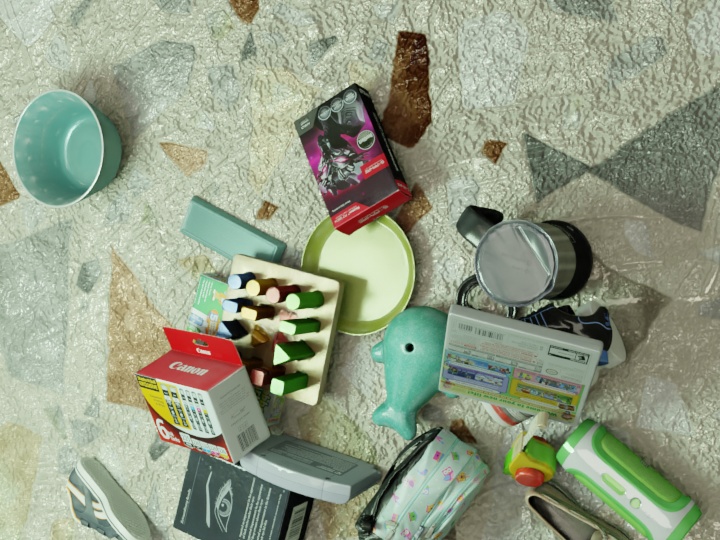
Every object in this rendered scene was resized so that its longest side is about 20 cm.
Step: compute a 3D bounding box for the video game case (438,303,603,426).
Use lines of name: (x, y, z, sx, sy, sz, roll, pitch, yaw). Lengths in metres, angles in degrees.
video game case: (0.206, 0.127, 1.502, 0.198, 0.022, 0.183, 14, 142, 9)

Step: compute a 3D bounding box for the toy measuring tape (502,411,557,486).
toy measuring tape: (0.255, 0.255, 1.604, 0.074, 0.073, 0.200, 46, 152, 17)

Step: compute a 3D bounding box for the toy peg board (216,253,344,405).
toy peg board: (-0.149, 0.093, 1.773, 0.198, 0.098, 0.202, 15, 97, 24)

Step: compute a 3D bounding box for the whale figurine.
whale figurine: (0.077, 0.151, 1.700, 0.158, 0.104, 0.201, 26, 94, 23)

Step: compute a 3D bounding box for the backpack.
backpack: (0.096, 0.331, 1.687, 0.126, 0.167, 0.201, 36, 103, 4)

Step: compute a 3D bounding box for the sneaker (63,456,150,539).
sneaker: (-0.445, 0.423, 1.983, 0.200, 0.078, 0.080, 44, 104, 30)

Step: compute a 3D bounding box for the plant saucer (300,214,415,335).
plant saucer: (0.000, 0.000, 1.780, 0.198, 0.031, 0.202, 1, 93, 26)

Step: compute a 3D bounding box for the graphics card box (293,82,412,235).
graphics card box: (-0.013, -0.172, 1.751, 0.125, 0.051, 0.201, -29, 68, 22)

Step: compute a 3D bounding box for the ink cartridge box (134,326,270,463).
ink cartridge box: (-0.258, 0.192, 1.788, 0.199, 0.084, 0.177, 5, 121, 46)

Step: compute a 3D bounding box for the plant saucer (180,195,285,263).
plant saucer: (-0.217, -0.054, 1.891, 0.199, 0.019, 0.070, 28, 103, 23)

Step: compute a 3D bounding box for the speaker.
speaker: (0.372, 0.298, 1.578, 0.200, 0.088, 0.089, 40, 107, 19)

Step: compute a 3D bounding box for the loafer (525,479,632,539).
loafer: (0.316, 0.379, 1.620, 0.200, 0.063, 0.072, 38, 107, 20)

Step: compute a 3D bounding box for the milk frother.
milk frother: (0.206, 0.019, 1.593, 0.179, 0.188, 0.202, 19, 100, 25)

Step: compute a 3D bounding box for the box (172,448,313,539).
box: (-0.186, 0.374, 1.840, 0.199, 0.104, 0.149, 19, 100, 24)

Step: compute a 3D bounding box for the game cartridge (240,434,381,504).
game cartridge: (-0.082, 0.309, 1.772, 0.199, 0.133, 0.041, 15, 98, 25)

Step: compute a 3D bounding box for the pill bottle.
pill bottle: (0.266, 0.131, 1.608, 0.199, 0.116, 0.117, -31, 79, 23)

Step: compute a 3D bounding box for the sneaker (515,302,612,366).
sneaker: (0.241, 0.083, 1.528, 0.198, 0.070, 0.079, 2, 78, 25)

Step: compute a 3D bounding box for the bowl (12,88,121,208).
bowl: (-0.494, -0.208, 1.971, 0.199, 0.105, 0.203, 0, 91, 26)

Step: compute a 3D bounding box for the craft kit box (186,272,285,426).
craft kit box: (-0.200, 0.129, 1.875, 0.196, 0.048, 0.202, 18, 99, 21)
